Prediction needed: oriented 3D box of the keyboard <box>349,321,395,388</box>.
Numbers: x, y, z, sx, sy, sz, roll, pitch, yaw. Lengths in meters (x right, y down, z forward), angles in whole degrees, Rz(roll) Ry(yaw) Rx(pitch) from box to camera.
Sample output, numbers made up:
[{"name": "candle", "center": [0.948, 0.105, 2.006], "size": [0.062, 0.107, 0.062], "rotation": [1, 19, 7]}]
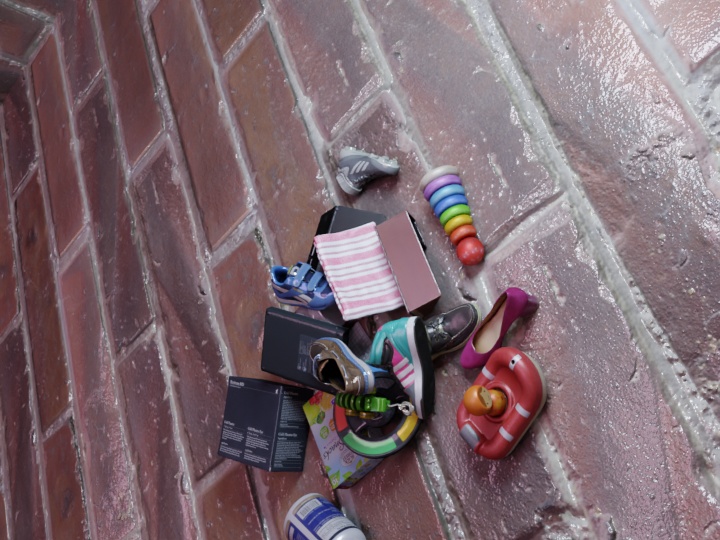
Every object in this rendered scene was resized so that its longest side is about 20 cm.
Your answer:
[{"name": "keyboard", "center": [0.023, 0.197, 1.769], "size": [0.057, 0.011, 0.201], "rotation": [-53, 49, 22]}]

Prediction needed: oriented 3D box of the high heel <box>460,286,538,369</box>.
[{"name": "high heel", "center": [0.230, 0.104, 1.525], "size": [0.201, 0.095, 0.068], "rotation": [-52, 50, 23]}]

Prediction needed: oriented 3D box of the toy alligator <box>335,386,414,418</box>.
[{"name": "toy alligator", "center": [0.012, 0.255, 1.619], "size": [0.197, 0.054, 0.061], "rotation": [1, 87, 44]}]

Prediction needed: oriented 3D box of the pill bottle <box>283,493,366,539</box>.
[{"name": "pill bottle", "center": [-0.058, 0.550, 1.692], "size": [0.199, 0.114, 0.118], "rotation": [30, 101, 44]}]

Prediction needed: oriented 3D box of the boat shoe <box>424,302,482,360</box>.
[{"name": "boat shoe", "center": [0.149, 0.127, 1.622], "size": [0.199, 0.064, 0.074], "rotation": [-41, 56, 32]}]

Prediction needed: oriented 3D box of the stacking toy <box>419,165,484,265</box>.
[{"name": "stacking toy", "center": [0.185, -0.099, 1.638], "size": [0.085, 0.084, 0.203], "rotation": [-35, 63, 33]}]

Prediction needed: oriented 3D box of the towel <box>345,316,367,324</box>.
[{"name": "towel", "center": [0.029, 0.020, 1.797], "size": [0.198, 0.022, 0.147], "rotation": [-22, 66, 40]}]

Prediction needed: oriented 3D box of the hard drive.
[{"name": "hard drive", "center": [-0.120, 0.168, 1.767], "size": [0.196, 0.033, 0.143], "rotation": [14, 105, 27]}]

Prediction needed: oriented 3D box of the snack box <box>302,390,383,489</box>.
[{"name": "snack box", "center": [-0.032, 0.331, 1.762], "size": [0.142, 0.052, 0.202], "rotation": [-45, 53, 28]}]

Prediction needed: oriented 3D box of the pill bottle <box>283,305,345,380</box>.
[{"name": "pill bottle", "center": [-0.120, 0.144, 1.848], "size": [0.200, 0.107, 0.110], "rotation": [-45, 52, 32]}]

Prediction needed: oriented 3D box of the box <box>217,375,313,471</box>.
[{"name": "box", "center": [-0.216, 0.345, 1.906], "size": [0.197, 0.103, 0.187], "rotation": [3, 84, 45]}]

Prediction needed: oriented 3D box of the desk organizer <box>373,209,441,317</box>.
[{"name": "desk organizer", "center": [0.103, -0.012, 1.690], "size": [0.076, 0.072, 0.203], "rotation": [-27, 67, 13]}]

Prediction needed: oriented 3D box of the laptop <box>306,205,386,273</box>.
[{"name": "laptop", "center": [-0.042, -0.041, 1.863], "size": [0.200, 0.101, 0.181], "rotation": [160, 129, -71]}]

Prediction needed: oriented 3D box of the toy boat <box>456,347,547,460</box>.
[{"name": "toy boat", "center": [0.230, 0.229, 1.471], "size": [0.131, 0.129, 0.202], "rotation": [45, 112, 40]}]

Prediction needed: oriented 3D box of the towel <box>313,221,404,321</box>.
[{"name": "towel", "center": [0.000, 0.000, 1.724], "size": [0.030, 0.143, 0.203], "rotation": [108, 143, -58]}]

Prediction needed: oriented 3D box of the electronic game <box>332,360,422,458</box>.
[{"name": "electronic game", "center": [0.035, 0.273, 1.676], "size": [0.196, 0.042, 0.204], "rotation": [-10, 63, 21]}]

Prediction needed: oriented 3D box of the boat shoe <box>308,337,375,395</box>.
[{"name": "boat shoe", "center": [-0.054, 0.183, 1.637], "size": [0.199, 0.071, 0.074], "rotation": [23, 113, 52]}]

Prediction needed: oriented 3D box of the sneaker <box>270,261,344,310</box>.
[{"name": "sneaker", "center": [-0.112, 0.030, 1.765], "size": [0.196, 0.083, 0.074], "rotation": [1, 38, 33]}]

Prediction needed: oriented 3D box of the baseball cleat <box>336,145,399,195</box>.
[{"name": "baseball cleat", "center": [0.015, -0.211, 1.845], "size": [0.199, 0.069, 0.109], "rotation": [28, 107, 54]}]

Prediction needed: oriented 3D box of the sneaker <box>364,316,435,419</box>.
[{"name": "sneaker", "center": [0.071, 0.187, 1.606], "size": [0.118, 0.083, 0.205], "rotation": [-2, 106, 27]}]
